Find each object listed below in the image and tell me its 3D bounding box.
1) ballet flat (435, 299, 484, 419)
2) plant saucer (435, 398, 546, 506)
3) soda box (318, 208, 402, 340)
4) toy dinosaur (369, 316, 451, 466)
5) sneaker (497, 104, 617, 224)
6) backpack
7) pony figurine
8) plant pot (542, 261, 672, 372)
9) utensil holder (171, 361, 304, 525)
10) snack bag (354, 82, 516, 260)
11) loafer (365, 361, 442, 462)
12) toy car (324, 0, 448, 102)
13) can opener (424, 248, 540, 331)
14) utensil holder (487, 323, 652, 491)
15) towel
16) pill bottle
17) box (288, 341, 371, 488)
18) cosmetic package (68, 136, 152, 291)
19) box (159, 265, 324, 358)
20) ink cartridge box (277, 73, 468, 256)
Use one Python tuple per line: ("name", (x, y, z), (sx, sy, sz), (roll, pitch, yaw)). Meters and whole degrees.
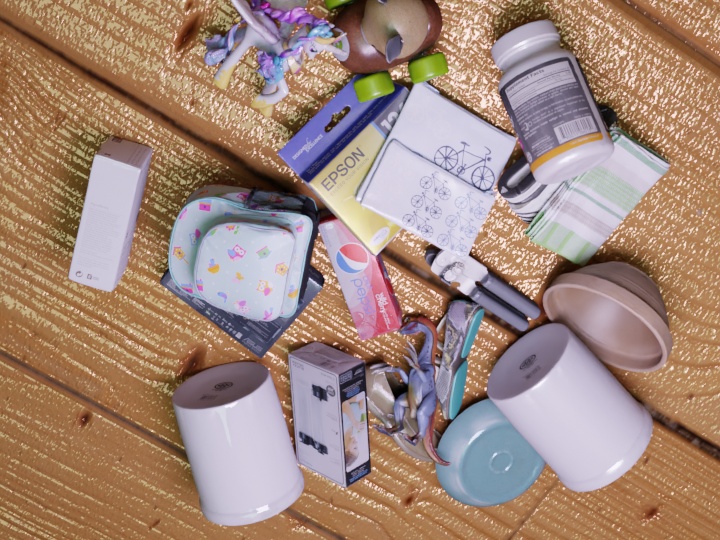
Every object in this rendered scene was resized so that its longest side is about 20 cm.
("ballet flat", (0.139, 0.133, 1.780), (0.072, 0.072, 0.201), (10, 112, -3))
("plant saucer", (0.218, 0.297, 1.822), (0.199, 0.036, 0.201), (-7, 113, -16))
("soda box", (0.000, 0.000, 1.722), (0.070, 0.063, 0.201), (-18, 110, 9))
("toy dinosaur", (0.085, 0.171, 1.756), (0.200, 0.105, 0.182), (41, 68, -40))
("sneaker", (0.298, -0.146, 1.662), (0.200, 0.076, 0.115), (-39, 135, 2))
("backpack", (-0.172, -0.028, 1.621), (0.199, 0.153, 0.176), (14, 114, 4))
("pony figurine", (-0.127, -0.322, 1.549), (0.200, 0.167, 0.193), (-35, 95, 40))
("plant pot", (0.379, 0.054, 1.695), (0.201, 0.201, 0.093), (44, 67, -15))
("utensil holder", (-0.191, 0.265, 1.785), (0.169, 0.170, 0.201), (-11, 109, 6))
("snack bag", (0.115, -0.142, 1.627), (0.188, 0.021, 0.200), (28, 87, -17))
("loafer", (0.068, 0.222, 1.806), (0.067, 0.076, 0.200), (-40, 106, 23))
("toy car", (0.027, -0.317, 1.497), (0.157, 0.200, 0.165), (-18, 96, 9))
("can opener", (0.187, 0.020, 1.732), (0.200, 0.067, 0.053), (34, 110, -20))
("utensil holder", (0.312, 0.203, 1.730), (0.170, 0.170, 0.200), (-39, 107, 16))
("towel", (0.344, -0.100, 1.651), (0.149, 0.031, 0.200), (23, 112, -39))
("pill bottle", (0.256, -0.228, 1.555), (0.116, 0.116, 0.201), (-23, 78, 11))
("box", (-0.047, 0.224, 1.788), (0.116, 0.060, 0.201), (17, 119, 42))
("cosmetic package", (-0.365, -0.084, 1.680), (0.074, 0.102, 0.201), (17, 113, -6))
("box", (-0.178, 0.014, 1.740), (0.200, 0.051, 0.158), (37, 109, -12))
("ink cartridge box", (0.021, -0.160, 1.630), (0.198, 0.047, 0.200), (-45, 108, -5))
